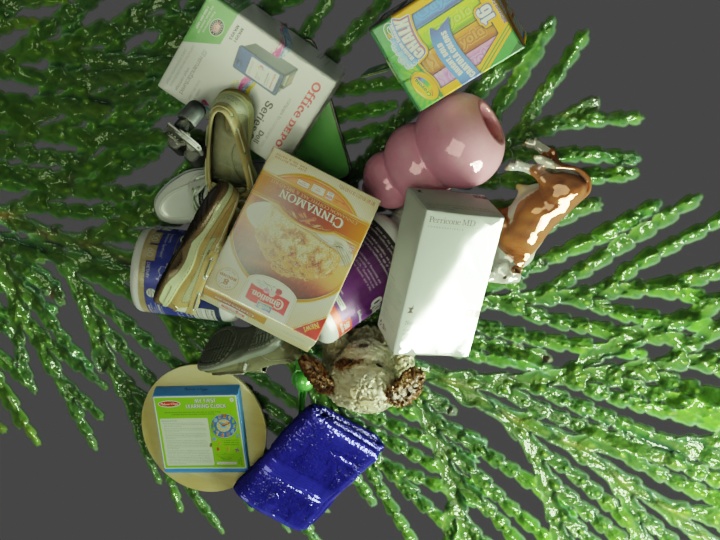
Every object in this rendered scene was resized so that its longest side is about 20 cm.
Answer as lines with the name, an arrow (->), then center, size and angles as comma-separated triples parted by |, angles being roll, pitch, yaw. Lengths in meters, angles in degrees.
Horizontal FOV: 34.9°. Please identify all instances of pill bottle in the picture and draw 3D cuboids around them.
pill bottle -> 0.000, 0.000, 1.528 | 0.199, 0.112, 0.113 | -35, 103, -13
pill bottle -> -0.209, 0.008, 1.594 | 0.198, 0.120, 0.121 | 6, 111, 7

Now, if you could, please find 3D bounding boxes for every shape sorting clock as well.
shape sorting clock -> -0.235, 0.236, 1.723 | 0.198, 0.039, 0.202 | 4, 107, 12

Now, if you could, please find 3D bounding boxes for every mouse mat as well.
mouse mat -> -0.110, -0.202, 1.563 | 0.159, 0.008, 0.202 | -12, 108, 14

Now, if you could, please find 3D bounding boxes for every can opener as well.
can opener -> -0.217, -0.178, 1.498 | 0.053, 0.200, 0.067 | 37, 88, -4

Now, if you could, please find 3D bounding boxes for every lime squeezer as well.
lime squeezer -> -0.081, 0.162, 1.655 | 0.037, 0.071, 0.201 | -7, 146, -8

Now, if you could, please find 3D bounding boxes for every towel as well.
towel -> -0.075, 0.296, 1.690 | 0.147, 0.050, 0.200 | 30, 114, -26

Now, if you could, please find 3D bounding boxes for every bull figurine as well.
bull figurine -> 0.214, -0.076, 1.522 | 0.121, 0.065, 0.200 | 41, 111, -4

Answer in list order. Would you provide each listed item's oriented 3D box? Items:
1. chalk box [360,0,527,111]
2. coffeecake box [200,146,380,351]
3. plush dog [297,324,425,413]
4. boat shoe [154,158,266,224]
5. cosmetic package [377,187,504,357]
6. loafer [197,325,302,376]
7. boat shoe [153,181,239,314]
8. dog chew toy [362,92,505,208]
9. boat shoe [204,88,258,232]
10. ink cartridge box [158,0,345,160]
chalk box -> 0.094, -0.287, 1.436 | 0.199, 0.125, 0.125 | -30, 102, 19
coffeecake box -> -0.087, -0.026, 1.424 | 0.152, 0.073, 0.201 | 26, 72, -5
plush dog -> 0.005, 0.137, 1.576 | 0.198, 0.172, 0.162 | 3, 111, 8
boat shoe -> -0.206, -0.108, 1.577 | 0.198, 0.067, 0.074 | -19, 105, 20
cosmetic package -> 0.100, 0.003, 1.455 | 0.112, 0.081, 0.202 | 2, 116, -18
loafer -> -0.158, 0.121, 1.625 | 0.199, 0.076, 0.070 | -13, 134, 47
boat shoe -> -0.196, -0.025, 1.491 | 0.076, 0.072, 0.201 | 27, 121, -14
dog chew toy -> 0.088, -0.146, 1.494 | 0.199, 0.125, 0.125 | -28, 103, 26
boat shoe -> -0.170, -0.131, 1.478 | 0.072, 0.063, 0.202 | 13, 124, 10
ink cartridge box -> -0.140, -0.253, 1.500 | 0.199, 0.088, 0.146 | 34, 112, -6
